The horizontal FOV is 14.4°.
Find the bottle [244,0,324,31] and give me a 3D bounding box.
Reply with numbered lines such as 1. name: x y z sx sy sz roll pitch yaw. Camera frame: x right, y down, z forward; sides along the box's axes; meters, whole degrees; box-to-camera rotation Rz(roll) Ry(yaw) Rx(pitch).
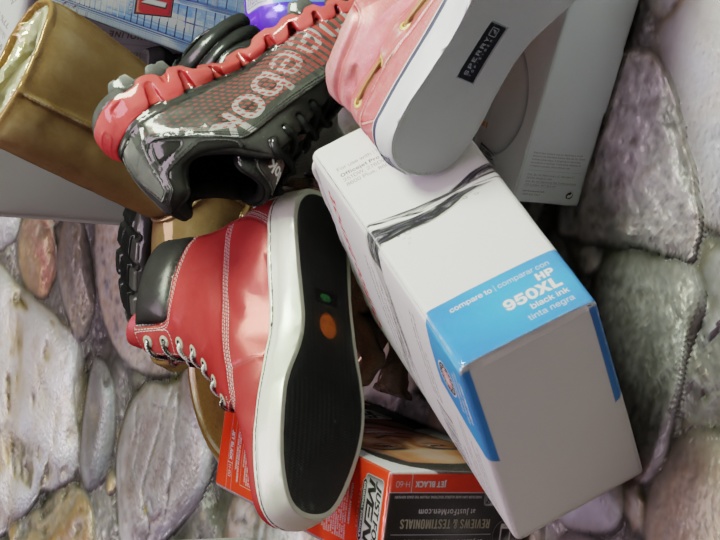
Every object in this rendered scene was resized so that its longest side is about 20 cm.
1. bottle: -0.034 -0.233 1.784 0.065 0.083 0.201 156 113 -67

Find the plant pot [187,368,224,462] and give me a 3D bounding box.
1. plant pot: -0.068 0.052 1.880 0.200 0.027 0.201 -8 81 60

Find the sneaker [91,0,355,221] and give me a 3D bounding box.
1. sneaker: -0.047 -0.091 1.620 0.098 0.200 0.071 60 167 25

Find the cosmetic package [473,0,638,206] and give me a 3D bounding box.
1. cosmetic package: 0.076 -0.146 1.627 0.200 0.052 0.151 43 122 52

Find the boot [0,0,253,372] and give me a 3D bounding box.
1. boot: -0.161 -0.051 1.821 0.066 0.200 0.176 1 67 53

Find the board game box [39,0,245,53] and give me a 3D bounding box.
1. board game box: -0.132 -0.226 1.831 0.062 0.199 0.201 -147 63 -65

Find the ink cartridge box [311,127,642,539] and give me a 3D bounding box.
1. ink cartridge box: 0.062 0.021 1.547 0.200 0.084 0.145 56 170 44

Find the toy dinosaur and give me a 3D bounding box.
1. toy dinosaur: 0.000 0.000 1.721 0.200 0.086 0.136 17 91 51

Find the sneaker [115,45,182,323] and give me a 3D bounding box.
1. sneaker: -0.119 -0.048 1.913 0.075 0.079 0.201 -138 54 -69

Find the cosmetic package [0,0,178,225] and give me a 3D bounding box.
1. cosmetic package: -0.204 -0.160 1.985 0.167 0.166 0.200 54 132 46

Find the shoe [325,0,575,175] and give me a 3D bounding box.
1. shoe: 0.057 -0.153 1.518 0.200 0.071 0.091 -56 42 12

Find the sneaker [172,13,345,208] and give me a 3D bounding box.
1. sneaker: -0.066 -0.101 1.766 0.099 0.071 0.200 47 170 9

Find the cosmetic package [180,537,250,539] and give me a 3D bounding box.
1. cosmetic package: -0.066 0.241 1.810 0.200 0.085 0.108 16 103 58

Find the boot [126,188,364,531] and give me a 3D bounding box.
1. boot: -0.075 0.064 1.633 0.144 0.072 0.201 -19 60 34

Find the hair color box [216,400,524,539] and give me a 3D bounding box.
1. hair color box: 0.005 0.123 1.682 0.200 0.101 0.061 20 105 57
